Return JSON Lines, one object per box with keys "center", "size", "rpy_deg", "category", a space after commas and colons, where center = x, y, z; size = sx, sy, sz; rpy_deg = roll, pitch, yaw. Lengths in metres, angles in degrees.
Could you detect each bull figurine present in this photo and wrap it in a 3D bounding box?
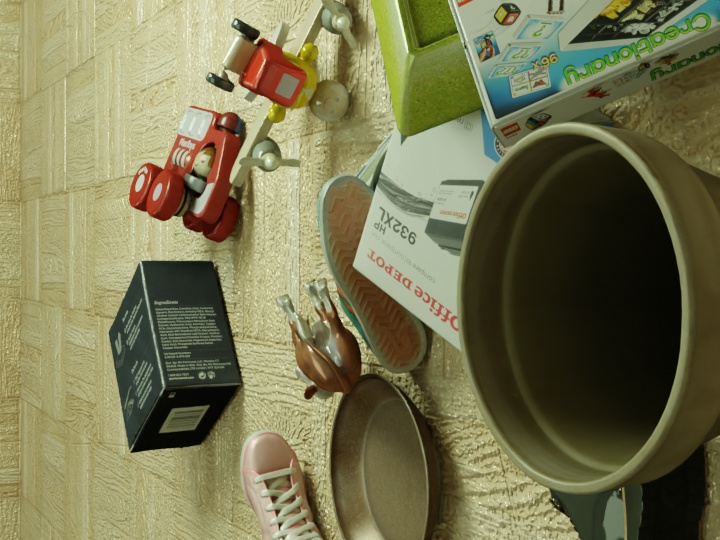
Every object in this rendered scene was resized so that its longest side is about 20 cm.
{"center": [-0.041, 0.074, 1.081], "size": [0.123, 0.064, 0.200], "rpy_deg": [65, 168, -2], "category": "bull figurine"}

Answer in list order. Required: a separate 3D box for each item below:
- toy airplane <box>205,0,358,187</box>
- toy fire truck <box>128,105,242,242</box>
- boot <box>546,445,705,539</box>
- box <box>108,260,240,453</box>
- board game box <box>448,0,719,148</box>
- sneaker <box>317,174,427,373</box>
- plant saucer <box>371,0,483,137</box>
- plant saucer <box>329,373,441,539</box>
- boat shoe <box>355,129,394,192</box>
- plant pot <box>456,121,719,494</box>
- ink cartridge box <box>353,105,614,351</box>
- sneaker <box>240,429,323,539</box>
{"center": [-0.076, -0.207, 1.173], "size": [0.200, 0.140, 0.201], "rpy_deg": [-63, 1, -35], "category": "toy airplane"}
{"center": [-0.222, -0.141, 1.463], "size": [0.199, 0.111, 0.170], "rpy_deg": [22, 91, 59], "category": "toy fire truck"}
{"center": [0.174, 0.197, 0.759], "size": [0.138, 0.077, 0.203], "rpy_deg": [-6, 72, 65], "category": "boot"}
{"center": [-0.268, 0.121, 1.521], "size": [0.197, 0.116, 0.202], "rpy_deg": [-53, 46, 48], "category": "box"}
{"center": [0.161, -0.176, 0.685], "size": [0.198, 0.035, 0.128], "rpy_deg": [-22, 64, 16], "category": "board game box"}
{"center": [0.000, 0.000, 1.013], "size": [0.080, 0.071, 0.202], "rpy_deg": [37, 149, 64], "category": "sneaker"}
{"center": [0.094, -0.224, 0.783], "size": [0.198, 0.048, 0.202], "rpy_deg": [-19, 62, 16], "category": "plant saucer"}
{"center": [0.028, 0.202, 1.056], "size": [0.200, 0.036, 0.204], "rpy_deg": [3, 94, 62], "category": "plant saucer"}
{"center": [0.029, -0.078, 1.020], "size": [0.202, 0.074, 0.065], "rpy_deg": [120, 174, -56], "category": "boat shoe"}
{"center": [0.180, 0.021, 0.628], "size": [0.199, 0.171, 0.203], "rpy_deg": [-2, 88, 62], "category": "plant pot"}
{"center": [0.090, -0.057, 0.851], "size": [0.145, 0.083, 0.202], "rpy_deg": [38, 125, 33], "category": "ink cartridge box"}
{"center": [-0.079, 0.281, 1.212], "size": [0.104, 0.074, 0.203], "rpy_deg": [-16, 84, 65], "category": "sneaker"}
